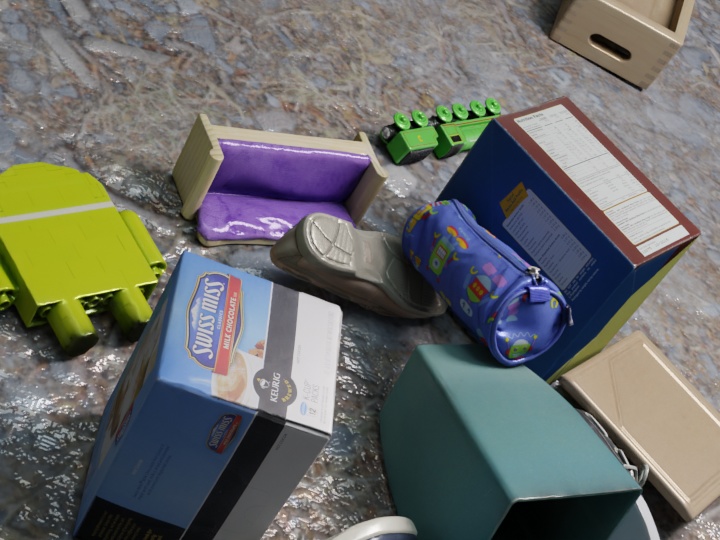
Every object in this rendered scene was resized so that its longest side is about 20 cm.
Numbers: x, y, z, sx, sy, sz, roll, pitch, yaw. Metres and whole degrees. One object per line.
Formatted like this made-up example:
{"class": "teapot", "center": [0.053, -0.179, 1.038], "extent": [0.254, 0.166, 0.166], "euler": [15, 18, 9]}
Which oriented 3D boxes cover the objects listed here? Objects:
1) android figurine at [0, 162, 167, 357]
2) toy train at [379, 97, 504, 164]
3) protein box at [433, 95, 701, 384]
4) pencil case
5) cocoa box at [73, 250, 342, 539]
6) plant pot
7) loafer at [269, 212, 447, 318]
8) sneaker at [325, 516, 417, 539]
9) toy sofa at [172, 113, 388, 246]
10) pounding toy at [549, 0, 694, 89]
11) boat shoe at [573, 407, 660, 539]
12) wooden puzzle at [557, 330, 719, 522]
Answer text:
{"class": "android figurine", "center": [-0.256, -0.018, 1.181], "extent": [0.181, 0.041, 0.201], "euler": [-14, 59, -43]}
{"class": "toy train", "center": [0.102, -0.159, 1.582], "extent": [0.199, 0.042, 0.057], "euler": [-14, 68, -43]}
{"class": "protein box", "center": [0.184, -0.026, 1.372], "extent": [0.134, 0.199, 0.200], "euler": [-20, 62, -46]}
{"class": "pencil case", "center": [0.110, 0.005, 1.254], "extent": [0.077, 0.088, 0.200], "euler": [8, 24, -30]}
{"class": "cocoa box", "center": [-0.114, 0.112, 1.018], "extent": [0.130, 0.201, 0.134], "euler": [20, 41, -14]}
{"class": "plant pot", "center": [0.107, 0.162, 1.176], "extent": [0.140, 0.142, 0.201], "euler": [2, 41, -34]}
{"class": "loafer", "center": [0.000, 0.000, 1.324], "extent": [0.199, 0.063, 0.073], "euler": [25, 54, -40]}
{"class": "sneaker", "center": [-0.022, 0.249, 1.056], "extent": [0.199, 0.075, 0.085], "euler": [-11, 74, -45]}
{"class": "toy sofa", "center": [-0.074, -0.083, 1.343], "extent": [0.198, 0.083, 0.098], "euler": [3, 46, -33]}
{"class": "pounding toy", "center": [0.345, -0.375, 1.921], "extent": [0.199, 0.142, 0.185], "euler": [27, 53, -4]}
{"class": "boat shoe", "center": [0.229, 0.202, 1.272], "extent": [0.068, 0.074, 0.200], "euler": [10, 29, -35]}
{"class": "wooden puzzle", "center": [0.302, 0.156, 1.399], "extent": [0.185, 0.037, 0.199], "euler": [48, 33, 17]}
